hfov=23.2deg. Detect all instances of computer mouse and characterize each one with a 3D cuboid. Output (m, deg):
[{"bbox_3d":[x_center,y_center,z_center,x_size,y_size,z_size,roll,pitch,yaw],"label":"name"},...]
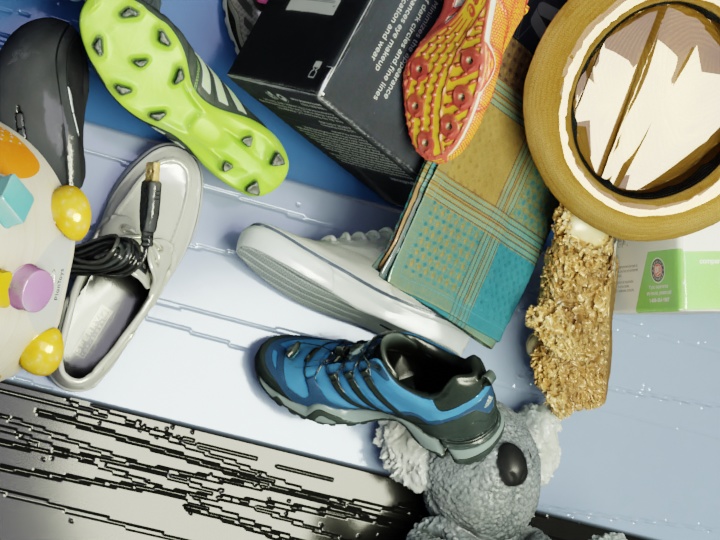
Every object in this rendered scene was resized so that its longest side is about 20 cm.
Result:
[{"bbox_3d":[-0.208,-0.088,1.249,0.140,0.046,0.201,1,82,19],"label":"computer mouse"}]

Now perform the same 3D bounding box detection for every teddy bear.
[{"bbox_3d":[0.158,0.013,1.321,0.066,0.200,0.145,7,52,12],"label":"teddy bear"}]

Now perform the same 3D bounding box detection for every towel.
[{"bbox_3d":[0.095,-0.057,1.271,0.147,0.022,0.201,33,78,-44],"label":"towel"}]

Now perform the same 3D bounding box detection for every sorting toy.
[{"bbox_3d":[-0.277,0.005,1.164,0.106,0.180,0.201,16,100,21],"label":"sorting toy"}]

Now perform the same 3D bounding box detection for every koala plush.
[{"bbox_3d":[0.091,0.187,1.319,0.177,0.184,0.201,0,67,-17],"label":"koala plush"}]

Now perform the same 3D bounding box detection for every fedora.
[{"bbox_3d":[0.208,-0.123,1.239,0.200,0.082,0.201,0,99,2],"label":"fedora"}]

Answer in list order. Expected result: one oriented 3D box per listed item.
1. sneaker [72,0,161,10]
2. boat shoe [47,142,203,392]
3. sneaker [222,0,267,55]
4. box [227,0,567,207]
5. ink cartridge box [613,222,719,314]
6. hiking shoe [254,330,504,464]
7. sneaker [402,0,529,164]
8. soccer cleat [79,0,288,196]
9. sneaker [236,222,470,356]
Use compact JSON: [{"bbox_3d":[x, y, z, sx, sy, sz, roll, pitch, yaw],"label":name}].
[{"bbox_3d":[-0.231,-0.240,1.274,0.200,0.078,0.086,44,121,-8],"label":"sneaker"},{"bbox_3d":[-0.171,-0.004,1.283,0.072,0.066,0.200,33,80,-12],"label":"boat shoe"},{"bbox_3d":[-0.057,-0.241,1.314,0.073,0.087,0.201,6,86,-15],"label":"sneaker"},{"bbox_3d":[0.041,-0.167,1.286,0.200,0.117,0.197,36,77,-39],"label":"box"},{"bbox_3d":[0.250,-0.067,1.361,0.084,0.145,0.201,0,88,-16],"label":"ink cartridge box"},{"bbox_3d":[0.012,0.071,1.284,0.199,0.087,0.074,13,46,21],"label":"hiking shoe"},{"bbox_3d":[0.085,-0.168,1.201,0.077,0.073,0.201,11,97,-52],"label":"sneaker"},{"bbox_3d":[-0.132,-0.129,1.276,0.068,0.081,0.200,-44,116,2],"label":"soccer cleat"},{"bbox_3d":[0.000,0.000,1.336,0.200,0.073,0.071,25,72,-22],"label":"sneaker"}]
